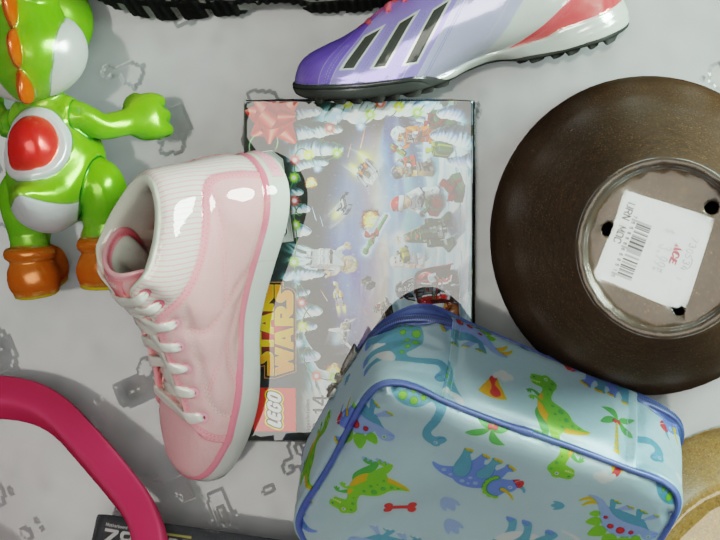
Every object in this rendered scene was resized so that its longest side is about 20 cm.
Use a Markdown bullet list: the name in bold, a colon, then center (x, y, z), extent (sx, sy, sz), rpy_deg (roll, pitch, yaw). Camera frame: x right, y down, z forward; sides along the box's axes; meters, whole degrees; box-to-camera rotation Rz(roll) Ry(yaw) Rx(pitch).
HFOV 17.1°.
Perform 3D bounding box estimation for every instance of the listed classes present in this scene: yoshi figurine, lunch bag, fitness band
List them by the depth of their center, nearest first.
- **lunch bag**: center (0.069, 0.117, 1.341), extent (0.199, 0.083, 0.161), rpy_deg (20, 129, -9)
- **fitness band**: center (-0.197, 0.150, 1.384), extent (0.143, 0.038, 0.200), rpy_deg (-37, 64, -14)
- **yoshi figurine**: center (-0.177, -0.092, 1.397), extent (0.112, 0.112, 0.202), rpy_deg (-16, 105, -28)

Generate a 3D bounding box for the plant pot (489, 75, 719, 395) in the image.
- **plant pot**: center (0.161, -0.015, 1.310), extent (0.185, 0.200, 0.189), rpy_deg (0, 93, 5)

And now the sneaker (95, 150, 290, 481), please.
- **sneaker**: center (-0.109, 0.028, 1.362), extent (0.104, 0.075, 0.202), rpy_deg (-4, 115, -37)

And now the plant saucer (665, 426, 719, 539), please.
- **plant saucer**: center (0.233, 0.191, 1.395), extent (0.198, 0.035, 0.202), rpy_deg (0, 93, 5)

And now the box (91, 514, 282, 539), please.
- **box**: center (-0.071, 0.233, 1.378), extent (0.198, 0.049, 0.162), rpy_deg (7, 63, 3)

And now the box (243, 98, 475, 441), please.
- **box**: center (0.000, 0.000, 1.403), extent (0.136, 0.040, 0.202), rpy_deg (0, 93, 5)

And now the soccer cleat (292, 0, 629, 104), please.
- **soccer cleat**: center (0.053, -0.147, 1.374), extent (0.198, 0.068, 0.074), rpy_deg (-14, 106, 1)

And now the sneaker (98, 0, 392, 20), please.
- **sneaker**: center (-0.071, -0.192, 1.392), extent (0.198, 0.074, 0.081), rpy_deg (-2, 82, -1)
